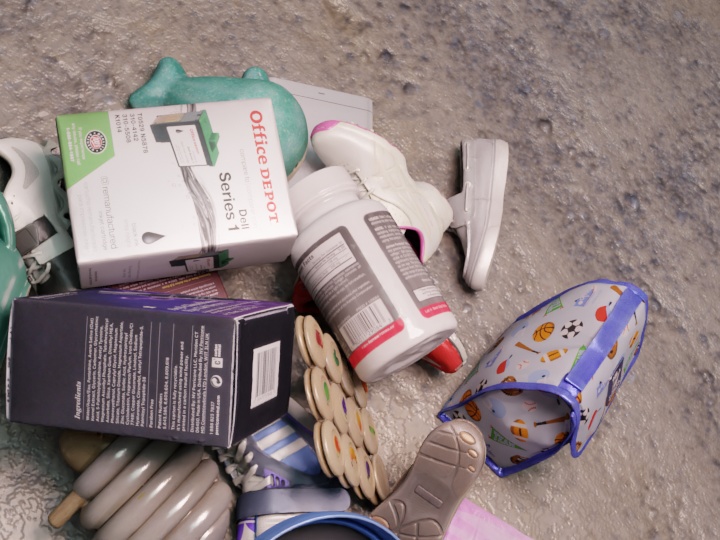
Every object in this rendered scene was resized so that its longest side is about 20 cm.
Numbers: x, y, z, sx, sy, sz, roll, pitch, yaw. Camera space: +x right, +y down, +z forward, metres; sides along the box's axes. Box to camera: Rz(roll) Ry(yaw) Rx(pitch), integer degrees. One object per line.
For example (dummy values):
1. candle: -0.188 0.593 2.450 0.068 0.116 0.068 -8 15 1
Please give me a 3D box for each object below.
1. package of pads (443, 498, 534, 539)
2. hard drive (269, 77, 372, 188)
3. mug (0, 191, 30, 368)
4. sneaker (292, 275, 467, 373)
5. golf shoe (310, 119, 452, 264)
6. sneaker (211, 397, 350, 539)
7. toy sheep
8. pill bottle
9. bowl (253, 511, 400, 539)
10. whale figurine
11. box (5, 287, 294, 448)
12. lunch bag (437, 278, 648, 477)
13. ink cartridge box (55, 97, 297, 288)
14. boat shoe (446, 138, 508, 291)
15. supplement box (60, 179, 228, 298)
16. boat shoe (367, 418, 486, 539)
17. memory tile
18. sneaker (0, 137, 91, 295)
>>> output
1. package of pads: 0.144 0.324 0.992 0.200 0.076 0.121 32 56 -7
2. hard drive: -0.050 -0.119 1.143 0.132 0.027 0.200 9 64 -19
3. mug: -0.349 0.024 0.861 0.114 0.185 0.152 20 37 -16
4. sneaker: 0.016 0.063 1.068 0.200 0.077 0.085 30 63 5
5. golf shoe: 0.020 -0.082 1.096 0.200 0.075 0.092 38 53 -25
6. sneaker: -0.103 0.191 0.944 0.200 0.081 0.146 33 52 -13
7. toy sheep: -0.183 0.203 0.882 0.200 0.138 0.138 44 58 -5
8. pill bottle: 0.000 0.000 0.991 0.111 0.111 0.200 -23 74 -30
9. bowl: -0.037 0.309 0.885 0.201 0.039 0.201 -2 94 -25
10. whale figurine: -0.151 -0.166 1.069 0.200 0.104 0.159 32 70 9
11. box: -0.173 0.076 0.851 0.200 0.148 0.104 5 94 13
12. lunch bag: 0.203 0.109 1.043 0.124 0.200 0.170 42 57 0
13. ink cartridge box: -0.169 -0.074 0.933 0.200 0.084 0.146 -9 76 -16
14. boat shoe: 0.131 -0.071 1.178 0.068 0.072 0.200 8 69 5
15. supplement box: -0.215 -0.019 1.007 0.109 0.061 0.200 -17 73 -27
16. boat shoe: 0.060 0.228 0.964 0.074 0.200 0.073 39 13 13
17. memory tile: -0.014 0.137 0.955 0.017 0.200 0.153 -16 65 10
18. sneaker: -0.317 -0.034 0.947 0.088 0.074 0.200 2 62 -53
